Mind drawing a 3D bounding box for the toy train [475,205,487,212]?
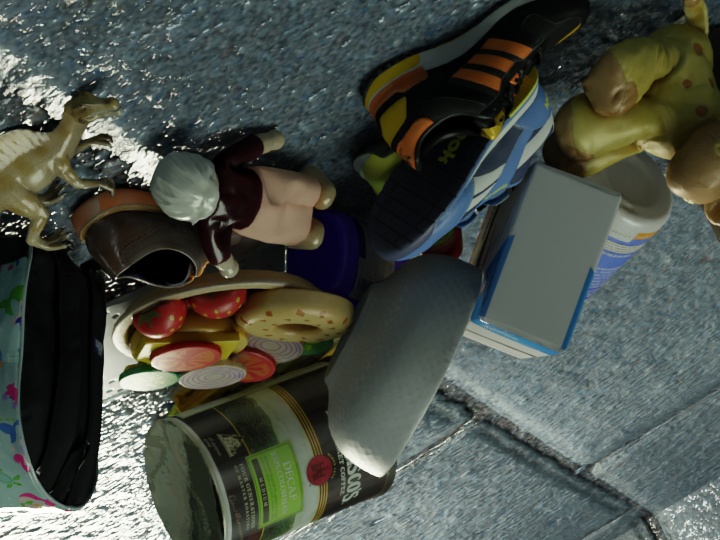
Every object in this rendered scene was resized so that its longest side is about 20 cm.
[{"bbox_3d":[0.102,-0.105,1.703,0.046,0.034,0.200,-12,156,-12],"label":"toy train"}]

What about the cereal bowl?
[{"bbox_3d":[0.025,0.071,1.643,0.201,0.083,0.200,-63,-176,9],"label":"cereal bowl"}]

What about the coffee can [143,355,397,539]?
[{"bbox_3d":[-0.086,0.181,1.832,0.199,0.147,0.147,-19,157,-31],"label":"coffee can"}]

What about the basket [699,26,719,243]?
[{"bbox_3d":[0.355,-0.113,1.761,0.136,0.201,0.180,-35,157,17],"label":"basket"}]

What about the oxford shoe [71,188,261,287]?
[{"bbox_3d":[-0.145,-0.017,1.538,0.199,0.073,0.071,-1,146,-50],"label":"oxford shoe"}]

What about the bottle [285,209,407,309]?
[{"bbox_3d":[0.000,0.000,1.739,0.065,0.084,0.200,-1,171,24],"label":"bottle"}]

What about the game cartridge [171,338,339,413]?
[{"bbox_3d":[-0.061,0.076,1.859,0.199,0.033,0.176,-10,160,-47],"label":"game cartridge"}]

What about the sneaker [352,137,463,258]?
[{"bbox_3d":[0.055,-0.062,1.661,0.078,0.091,0.200,-29,157,5],"label":"sneaker"}]

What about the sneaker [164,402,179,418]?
[{"bbox_3d":[-0.114,0.151,1.945,0.199,0.080,0.131,-24,159,-13],"label":"sneaker"}]

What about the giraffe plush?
[{"bbox_3d":[0.279,-0.119,1.638,0.200,0.162,0.173,-39,167,-21],"label":"giraffe plush"}]

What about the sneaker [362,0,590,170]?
[{"bbox_3d":[0.106,-0.149,1.526,0.199,0.090,0.070,-27,159,-3],"label":"sneaker"}]

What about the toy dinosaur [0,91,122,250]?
[{"bbox_3d":[-0.244,-0.060,1.372,0.200,0.058,0.101,-40,142,6],"label":"toy dinosaur"}]

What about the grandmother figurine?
[{"bbox_3d":[-0.096,-0.055,1.511,0.060,0.122,0.200,7,177,31],"label":"grandmother figurine"}]

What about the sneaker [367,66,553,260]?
[{"bbox_3d":[0.089,-0.078,1.580,0.200,0.074,0.082,-47,140,-3],"label":"sneaker"}]

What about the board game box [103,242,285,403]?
[{"bbox_3d":[-0.162,0.038,1.705,0.199,0.026,0.200,-24,158,-13],"label":"board game box"}]

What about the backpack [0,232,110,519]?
[{"bbox_3d":[-0.269,0.089,1.458,0.150,0.201,0.178,-11,162,10],"label":"backpack"}]

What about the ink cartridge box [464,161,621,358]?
[{"bbox_3d":[0.148,-0.004,1.682,0.200,0.084,0.145,141,-31,-83],"label":"ink cartridge box"}]

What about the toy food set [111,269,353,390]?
[{"bbox_3d":[-0.113,0.054,1.631,0.199,0.049,0.198,-2,158,-19],"label":"toy food set"}]

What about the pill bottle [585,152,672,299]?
[{"bbox_3d":[0.206,-0.033,1.881,0.112,0.112,0.200,-8,151,-41],"label":"pill bottle"}]
